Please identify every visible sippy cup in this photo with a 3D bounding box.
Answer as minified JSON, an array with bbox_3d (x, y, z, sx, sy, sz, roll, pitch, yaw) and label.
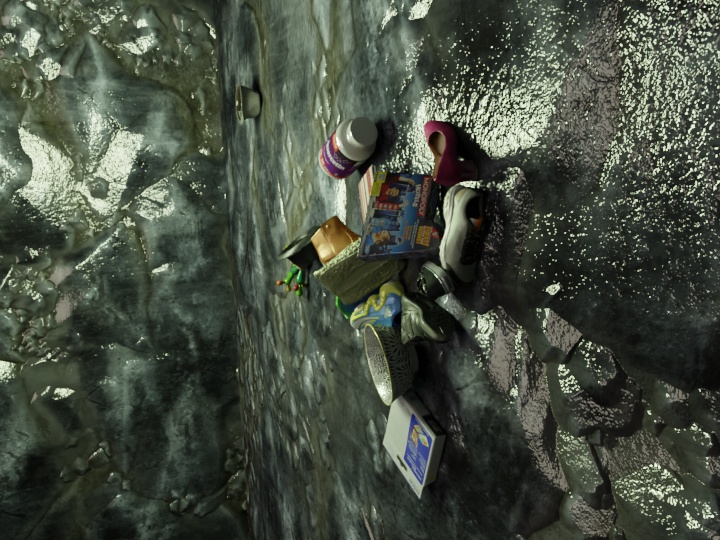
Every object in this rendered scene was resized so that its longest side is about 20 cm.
[{"bbox_3d":[-0.011,0.035,1.530,0.177,0.140,0.131,-38,38,14],"label":"sippy cup"}]

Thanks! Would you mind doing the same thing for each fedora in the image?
[{"bbox_3d":[-0.470,-0.705,2.379,0.200,0.089,0.179,152,111,-70],"label":"fedora"},{"bbox_3d":[-0.183,-0.063,1.874,0.092,0.200,0.200,52,157,-11],"label":"fedora"}]

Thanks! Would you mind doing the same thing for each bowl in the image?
[{"bbox_3d":[0.083,0.217,1.375,0.201,0.093,0.203,167,90,-78],"label":"bowl"}]

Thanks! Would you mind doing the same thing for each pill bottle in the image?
[{"bbox_3d":[-0.031,-0.325,1.495,0.200,0.111,0.114,150,111,-63],"label":"pill bottle"}]

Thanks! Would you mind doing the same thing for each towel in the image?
[{"bbox_3d":[0.000,0.000,1.388,0.199,0.148,0.037,-35,36,21],"label":"towel"},{"bbox_3d":[0.027,-0.178,1.452,0.200,0.023,0.146,152,110,-80],"label":"towel"}]

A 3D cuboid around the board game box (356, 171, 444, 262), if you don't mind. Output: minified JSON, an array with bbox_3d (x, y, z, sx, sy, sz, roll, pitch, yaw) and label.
[{"bbox_3d":[0.109,-0.106,1.237,0.198,0.062,0.202,11,86,29],"label":"board game box"}]

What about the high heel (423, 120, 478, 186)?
[{"bbox_3d":[0.151,-0.241,1.142,0.068,0.095,0.201,113,142,-46],"label":"high heel"}]

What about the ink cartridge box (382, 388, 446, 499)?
[{"bbox_3d":[0.130,0.419,1.404,0.198,0.047,0.202,47,138,50],"label":"ink cartridge box"}]

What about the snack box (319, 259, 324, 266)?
[{"bbox_3d":[-0.071,-0.034,1.736,0.200,0.037,0.117,-126,38,-47],"label":"snack box"}]

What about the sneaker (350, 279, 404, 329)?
[{"bbox_3d":[0.050,0.117,1.437,0.200,0.075,0.106,-50,57,39],"label":"sneaker"}]

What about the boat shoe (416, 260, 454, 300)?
[{"bbox_3d":[0.145,0.024,1.181,0.069,0.056,0.200,59,179,-3],"label":"boat shoe"}]

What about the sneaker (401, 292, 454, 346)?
[{"bbox_3d":[0.147,0.134,1.267,0.199,0.076,0.115,-139,47,-60],"label":"sneaker"}]

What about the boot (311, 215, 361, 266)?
[{"bbox_3d":[-0.026,-0.084,1.438,0.200,0.071,0.145,-33,75,16],"label":"boot"}]

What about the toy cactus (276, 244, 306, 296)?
[{"bbox_3d":[-0.236,-0.014,2.050,0.165,0.101,0.202,-36,54,51],"label":"toy cactus"}]

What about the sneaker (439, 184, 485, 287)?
[{"bbox_3d":[0.204,-0.065,1.102,0.079,0.073,0.202,14,108,58],"label":"sneaker"}]
